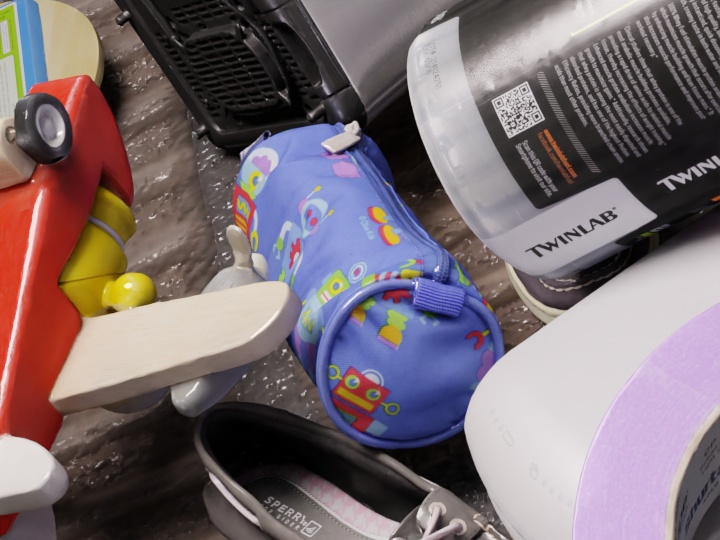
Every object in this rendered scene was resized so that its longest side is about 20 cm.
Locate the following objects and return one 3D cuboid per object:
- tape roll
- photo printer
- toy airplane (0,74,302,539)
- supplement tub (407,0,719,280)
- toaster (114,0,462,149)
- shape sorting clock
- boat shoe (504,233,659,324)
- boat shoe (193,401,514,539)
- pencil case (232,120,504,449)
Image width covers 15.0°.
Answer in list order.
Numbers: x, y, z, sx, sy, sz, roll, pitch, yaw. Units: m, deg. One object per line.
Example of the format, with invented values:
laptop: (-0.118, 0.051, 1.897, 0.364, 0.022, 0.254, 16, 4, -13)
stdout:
tape roll: (0.173, 0.100, 0.917, 0.200, 0.066, 0.200, -3, 61, 6)
photo printer: (0.147, 0.053, 1.050, 0.200, 0.069, 0.166, -34, 36, -10)
toy airplane: (-0.130, 0.037, 1.168, 0.199, 0.141, 0.200, -52, 50, 7)
supplement tub: (0.129, -0.088, 1.087, 0.200, 0.123, 0.123, -28, 34, 25)
toaster: (-0.045, -0.160, 1.297, 0.119, 0.181, 0.200, -40, 15, -20)
shape sorting clock: (-0.224, -0.072, 1.472, 0.200, 0.039, 0.200, -18, 39, 15)
boat shoe: (0.087, -0.054, 1.223, 0.072, 0.065, 0.200, -18, 38, 13)
boat shoe: (0.000, 0.105, 1.097, 0.067, 0.057, 0.200, -44, 39, -22)
pencil case: (0.000, 0.000, 1.178, 0.078, 0.087, 0.200, 11, 20, -19)
